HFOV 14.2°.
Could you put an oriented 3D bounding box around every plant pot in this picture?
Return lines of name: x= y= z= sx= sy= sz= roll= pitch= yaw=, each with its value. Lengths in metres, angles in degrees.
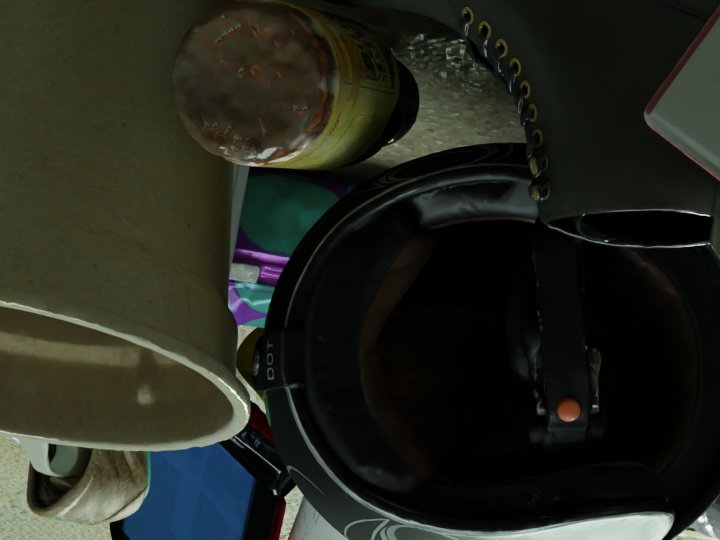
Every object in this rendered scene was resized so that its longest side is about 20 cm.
plant pot: x=-0.128 y=-0.044 z=1.175 sx=0.199 sy=0.184 sz=0.201 roll=8 pitch=161 yaw=3

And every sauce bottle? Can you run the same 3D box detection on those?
sauce bottle: x=-0.019 y=-0.072 z=1.156 sx=0.066 sy=0.066 sz=0.200 roll=6 pitch=-176 yaw=12

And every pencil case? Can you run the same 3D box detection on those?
pencil case: x=0.000 y=0.000 z=1.393 sx=0.199 sy=0.086 sz=0.092 roll=8 pitch=-162 yaw=2

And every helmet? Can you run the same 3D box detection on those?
helmet: x=0.061 y=0.039 z=1.184 sx=0.199 sy=0.201 sz=0.191 roll=6 pitch=175 yaw=11

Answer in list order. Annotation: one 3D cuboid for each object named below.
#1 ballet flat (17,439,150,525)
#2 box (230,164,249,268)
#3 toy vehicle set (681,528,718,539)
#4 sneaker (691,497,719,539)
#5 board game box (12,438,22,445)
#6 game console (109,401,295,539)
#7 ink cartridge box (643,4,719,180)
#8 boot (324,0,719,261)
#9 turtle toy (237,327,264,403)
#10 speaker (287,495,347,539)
ballet flat: x=-0.139 y=0.027 z=1.367 sx=0.068 sy=0.201 sz=0.072 roll=13 pitch=-162 yaw=42
box: x=-0.157 y=-0.020 z=1.307 sx=0.199 sy=0.157 sz=0.041 roll=12 pitch=163 yaw=-9
toy vehicle set: x=0.159 y=0.062 z=1.463 sx=0.124 sy=0.027 sz=0.200 roll=8 pitch=138 yaw=2
sneaker: x=0.184 y=0.071 z=1.397 sx=0.199 sy=0.112 sz=0.078 roll=28 pitch=171 yaw=21
board game box: x=-0.231 y=0.005 z=1.438 sx=0.200 sy=0.037 sz=0.151 roll=41 pitch=179 yaw=30
game console: x=-0.119 y=0.091 z=1.511 sx=0.172 sy=0.119 sz=0.200 roll=40 pitch=178 yaw=-32
ink cartridge box: x=0.212 y=-0.055 z=1.003 sx=0.200 sy=0.145 sz=0.083 roll=30 pitch=-173 yaw=-47
boot: x=0.053 y=-0.075 z=1.060 sx=0.199 sy=0.139 sz=0.077 roll=1 pitch=161 yaw=28
turtle toy: x=0.010 y=0.058 z=1.535 sx=0.199 sy=0.101 sz=0.146 roll=-7 pitch=133 yaw=46
speaker: x=0.006 y=0.129 z=1.462 sx=0.081 sy=0.082 sz=0.200 roll=11 pitch=148 yaw=-5
